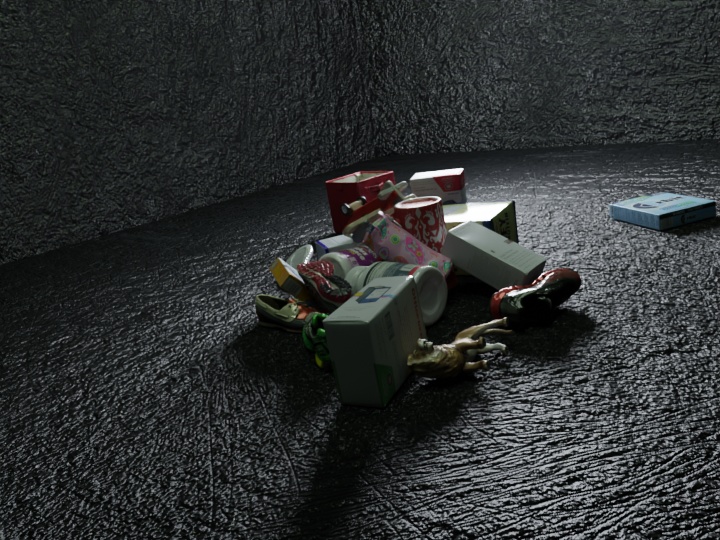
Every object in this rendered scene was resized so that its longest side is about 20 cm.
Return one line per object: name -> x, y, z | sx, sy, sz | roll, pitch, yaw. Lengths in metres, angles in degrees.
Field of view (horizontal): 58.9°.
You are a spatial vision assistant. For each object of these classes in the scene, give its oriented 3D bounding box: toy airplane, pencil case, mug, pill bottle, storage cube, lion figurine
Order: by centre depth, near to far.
lion figurine -> 0.170, 0.131, 1.060 | 0.122, 0.073, 0.200 | -15, -4, 35
pill bottle -> 0.066, 0.043, 1.305 | 0.199, 0.120, 0.119 | 6, 22, 45
pencil case -> 0.100, -0.039, 1.360 | 0.200, 0.088, 0.087 | 36, 22, -1
mug -> 0.131, -0.052, 1.442 | 0.133, 0.201, 0.177 | 6, 22, 42
pill bottle -> 0.000, 0.000, 1.486 | 0.112, 0.113, 0.199 | 5, 13, 42
toy airplane -> 0.053, -0.132, 1.560 | 0.199, 0.142, 0.199 | -25, 3, 5
storage cube -> 0.009, -0.231, 2.162 | 0.170, 0.181, 0.199 | -22, 21, -36

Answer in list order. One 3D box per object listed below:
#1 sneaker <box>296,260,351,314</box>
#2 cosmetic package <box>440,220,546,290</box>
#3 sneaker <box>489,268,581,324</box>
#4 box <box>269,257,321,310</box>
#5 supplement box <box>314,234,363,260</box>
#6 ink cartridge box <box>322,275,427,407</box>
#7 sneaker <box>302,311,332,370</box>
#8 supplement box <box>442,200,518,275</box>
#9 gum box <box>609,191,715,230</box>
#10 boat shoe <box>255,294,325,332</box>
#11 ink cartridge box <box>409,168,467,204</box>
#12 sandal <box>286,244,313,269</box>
sneaker -> -0.082, 0.038, 1.350 | 0.080, 0.075, 0.200 | -11, 29, -20
cosmetic package -> 0.282, -0.027, 1.367 | 0.200, 0.074, 0.101 | 32, 37, 27
sneaker -> 0.344, 0.052, 1.191 | 0.200, 0.071, 0.098 | -18, 18, -20
box -> -0.146, 0.032, 1.484 | 0.042, 0.119, 0.200 | -52, 20, -1
supplement box -> -0.005, -0.043, 1.672 | 0.199, 0.102, 0.103 | -15, 17, -16
ink cartridge box -> 0.032, 0.110, 1.050 | 0.087, 0.146, 0.200 | -3, 19, 29
sneaker -> -0.067, 0.113, 1.212 | 0.078, 0.086, 0.200 | -14, 16, -14
supplement box -> 0.265, -0.083, 1.580 | 0.199, 0.135, 0.200 | 0, 19, 31
gum box -> 0.791, -0.160, 1.684 | 0.169, 0.045, 0.200 | -14, 17, -12
boat shoe -> -0.151, 0.090, 1.382 | 0.199, 0.063, 0.071 | 4, 19, 37
ink cartridge box -> 0.228, -0.178, 1.812 | 0.147, 0.201, 0.086 | -5, 18, 18
sandal -> -0.165, -0.004, 1.746 | 0.082, 0.050, 0.203 | -21, 26, 15
